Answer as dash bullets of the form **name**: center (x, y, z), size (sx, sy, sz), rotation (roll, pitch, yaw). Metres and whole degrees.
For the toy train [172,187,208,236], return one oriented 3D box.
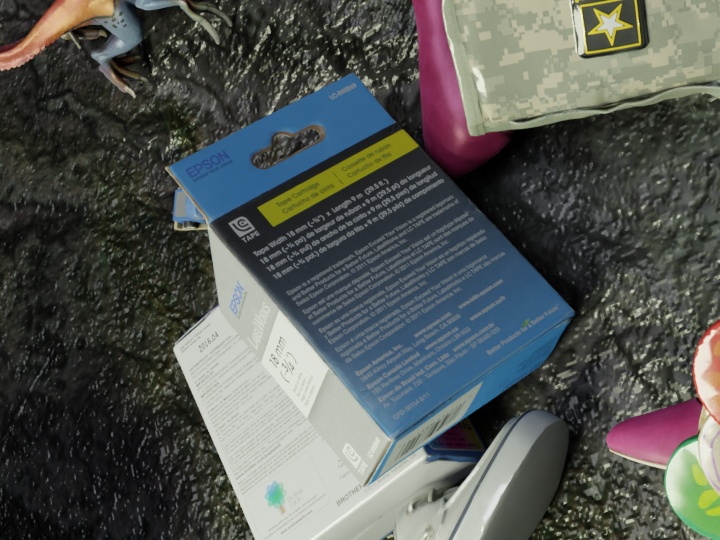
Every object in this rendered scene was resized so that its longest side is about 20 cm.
- **toy train**: center (-0.053, -0.044, 0.947), size (0.199, 0.046, 0.034), rotation (-2, 81, 36)

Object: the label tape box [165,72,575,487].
- **label tape box**: center (0.000, 0.000, 0.815), size (0.200, 0.144, 0.063), rotation (49, 148, 18)

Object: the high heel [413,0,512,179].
- **high heel**: center (0.033, -0.153, 0.880), size (0.096, 0.067, 0.200), rotation (-40, 73, 16)

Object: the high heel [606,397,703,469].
- **high heel**: center (0.217, 0.050, 0.712), size (0.199, 0.067, 0.096), rotation (-6, 89, 31)

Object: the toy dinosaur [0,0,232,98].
- **toy dinosaur**: center (-0.155, -0.196, 0.990), size (0.105, 0.200, 0.182), rotation (57, 148, 11)

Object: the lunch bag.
- **lunch bag**: center (0.120, -0.179, 0.769), size (0.163, 0.118, 0.201), rotation (-11, 81, 6)

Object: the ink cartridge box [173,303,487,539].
- **ink cartridge box**: center (-0.028, 0.067, 0.891), size (0.136, 0.076, 0.200), rotation (-40, 63, 23)

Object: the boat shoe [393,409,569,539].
- **boat shoe**: center (0.051, 0.159, 0.827), size (0.066, 0.072, 0.201), rotation (35, 112, 30)

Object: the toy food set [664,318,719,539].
- **toy food set**: center (0.212, 0.099, 0.563), size (0.200, 0.049, 0.199), rotation (-18, 98, 48)
